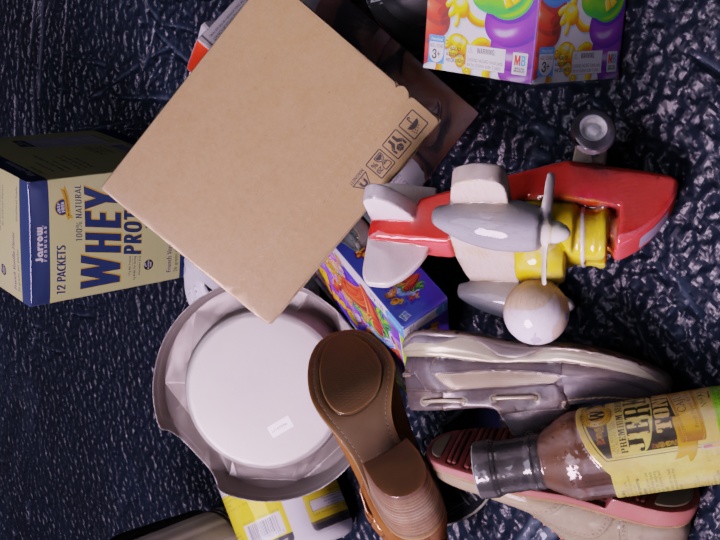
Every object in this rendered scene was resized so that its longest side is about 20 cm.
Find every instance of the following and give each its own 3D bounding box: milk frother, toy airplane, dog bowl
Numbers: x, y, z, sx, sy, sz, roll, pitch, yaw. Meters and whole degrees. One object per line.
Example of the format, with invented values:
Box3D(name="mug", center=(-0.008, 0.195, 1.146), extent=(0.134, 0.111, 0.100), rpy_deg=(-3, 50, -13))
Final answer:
Box3D(name="milk frother", center=(-0.164, 0.353, 1.125), extent=(0.180, 0.188, 0.201), rpy_deg=(-19, 85, 49))
Box3D(name="toy airplane", center=(0.097, -0.014, 0.740), extent=(0.199, 0.200, 0.142), rpy_deg=(-33, 62, 47))
Box3D(name="dog bowl", center=(-0.084, 0.104, 0.969), extent=(0.199, 0.059, 0.201), rpy_deg=(0, 96, 3))

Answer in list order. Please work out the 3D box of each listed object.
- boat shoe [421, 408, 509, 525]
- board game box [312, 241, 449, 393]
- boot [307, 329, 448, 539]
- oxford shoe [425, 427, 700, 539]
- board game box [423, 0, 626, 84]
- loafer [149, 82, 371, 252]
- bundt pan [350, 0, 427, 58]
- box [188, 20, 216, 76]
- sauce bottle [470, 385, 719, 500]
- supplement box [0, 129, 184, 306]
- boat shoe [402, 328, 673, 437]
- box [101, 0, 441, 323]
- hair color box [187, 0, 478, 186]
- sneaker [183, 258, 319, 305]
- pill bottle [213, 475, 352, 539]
Box3D(name="boat shoe", center=(0.089, 0.153, 0.892), extent=(0.075, 0.062, 0.200), rpy_deg=(55, 135, 22))
Box3D(name="board game box", center=(0.000, 0.000, 0.918), extent=(0.200, 0.045, 0.135), rpy_deg=(50, 165, 29))
Box3D(name="boot", center=(0.022, 0.157, 0.895), extent=(0.200, 0.077, 0.156), rpy_deg=(54, 166, 43))
Box3D(name="oxford shoe", center=(0.142, 0.172, 0.791), extent=(0.199, 0.070, 0.075), rpy_deg=(13, 122, 21))
Box3D(name="board game box", center=(0.118, -0.237, 0.736), extent=(0.105, 0.103, 0.201), rpy_deg=(19, 113, 44))
Box3D(name="loafer", center=(-0.080, -0.068, 0.841), extent=(0.200, 0.063, 0.072), rpy_deg=(36, 165, 9))
Box3D(name="bundt pan", center=(0.016, -0.272, 0.864), extent=(0.202, 0.076, 0.203), rpy_deg=(14, 109, 45))
Box3D(name="box", center=(-0.093, -0.126, 0.967), extent=(0.101, 0.112, 0.200), rpy_deg=(57, 146, 22))
Box3D(name="sauce bottle", center=(0.175, 0.120, 0.717), extent=(0.199, 0.065, 0.065), rpy_deg=(-13, 89, 14))
Box3D(name="supplement box", center=(-0.322, -0.068, 1.192), extent=(0.200, 0.199, 0.135), rpy_deg=(22, 115, 43))
Box3D(name="boat shoe", center=(0.126, 0.087, 0.789), extent=(0.199, 0.074, 0.074), rpy_deg=(6, 90, 22))
Box3D(name="box", center=(-0.066, -0.086, 0.784), extent=(0.163, 0.021, 0.200), rpy_deg=(40, 99, -6))
Box3D(name="hair color box", center=(-0.021, -0.141, 0.835), extent=(0.200, 0.111, 0.064), rpy_deg=(39, 161, -7))
Box3D(name="sneaker", center=(-0.114, 0.013, 1.079), extent=(0.200, 0.075, 0.115), rpy_deg=(55, 135, 30))
Box3D(name="pill bottle", center=(-0.092, 0.185, 1.063), extent=(0.112, 0.112, 0.201), rpy_deg=(-36, 72, 46))
